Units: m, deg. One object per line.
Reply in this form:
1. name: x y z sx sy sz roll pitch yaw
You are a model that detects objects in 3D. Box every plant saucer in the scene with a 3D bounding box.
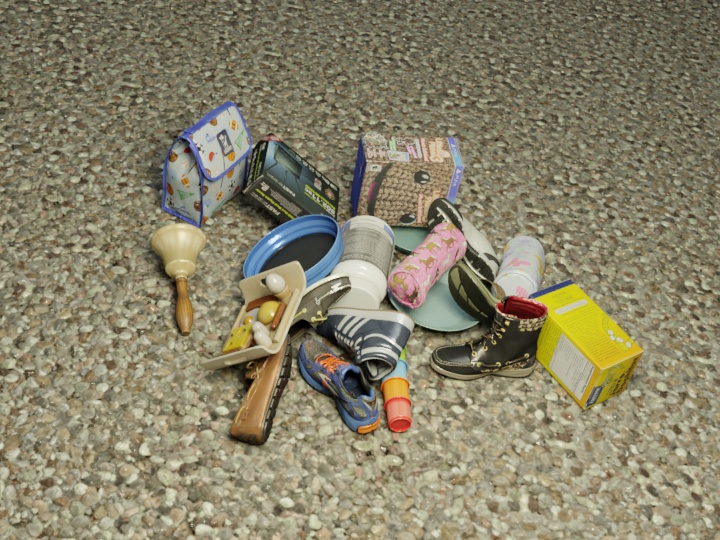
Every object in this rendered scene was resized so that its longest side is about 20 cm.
1. plant saucer: 0.119 -0.089 1.905 0.197 0.036 0.201 7 41 -6
2. plant saucer: 0.144 0.054 1.750 0.198 0.039 0.203 6 42 -6

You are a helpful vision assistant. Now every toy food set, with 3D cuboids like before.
1. toy food set: -0.182 0.075 1.544 0.142 0.061 0.201 -18 34 33

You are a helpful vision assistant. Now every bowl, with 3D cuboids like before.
1. bowl: -0.122 -0.025 1.709 0.198 0.040 0.202 -20 34 14

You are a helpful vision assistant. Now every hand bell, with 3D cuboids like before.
1. hand bell: -0.322 0.027 1.656 0.102 0.105 0.202 -1 55 -14

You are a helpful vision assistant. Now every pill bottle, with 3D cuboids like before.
1. pill bottle: 0.000 0.000 1.719 0.112 0.115 0.201 12 41 1

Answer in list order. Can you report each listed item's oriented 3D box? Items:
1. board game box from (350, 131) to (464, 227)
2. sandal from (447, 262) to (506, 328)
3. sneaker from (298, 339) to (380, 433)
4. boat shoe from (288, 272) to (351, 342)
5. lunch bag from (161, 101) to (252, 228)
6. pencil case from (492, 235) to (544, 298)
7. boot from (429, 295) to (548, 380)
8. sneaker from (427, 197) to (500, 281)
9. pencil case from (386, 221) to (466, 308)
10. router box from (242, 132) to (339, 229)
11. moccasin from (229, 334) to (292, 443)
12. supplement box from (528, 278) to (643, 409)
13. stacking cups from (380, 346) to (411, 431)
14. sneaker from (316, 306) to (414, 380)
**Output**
1. board game box: 0.090 -0.179 1.850 0.197 0.161 0.098 2 42 -10
2. sandal: 0.239 0.059 1.682 0.200 0.080 0.058 41 53 -6
3. sneaker: -0.031 0.177 1.541 0.075 0.079 0.200 -25 53 -35
4. boat shoe: -0.094 0.077 1.596 0.200 0.072 0.061 -33 66 8
5. lunch bag: -0.301 -0.216 1.825 0.123 0.202 0.170 24 42 15
6. pencil case: 0.305 0.003 1.777 0.089 0.084 0.200 -11 19 19
7. boot: 0.228 0.118 1.611 0.197 0.152 0.074 4 41 -9
8. sneaker: 0.206 -0.060 1.830 0.201 0.073 0.080 55 36 -6
9. pencil case: 0.128 -0.011 1.719 0.083 0.086 0.200 49 46 -5
10. router box: -0.133 -0.159 1.831 0.199 0.062 0.151 37 34 -26
11. moccasin: -0.161 0.185 1.503 0.077 0.074 0.204 10 60 11
12. supplement box: 0.392 0.131 1.667 0.108 0.110 0.200 -17 49 -28
13. stacking cups: 0.053 0.184 1.577 0.060 0.061 0.202 5 46 -7
14. sneaker: -0.008 0.126 1.581 0.198 0.070 0.110 -2 54 35
